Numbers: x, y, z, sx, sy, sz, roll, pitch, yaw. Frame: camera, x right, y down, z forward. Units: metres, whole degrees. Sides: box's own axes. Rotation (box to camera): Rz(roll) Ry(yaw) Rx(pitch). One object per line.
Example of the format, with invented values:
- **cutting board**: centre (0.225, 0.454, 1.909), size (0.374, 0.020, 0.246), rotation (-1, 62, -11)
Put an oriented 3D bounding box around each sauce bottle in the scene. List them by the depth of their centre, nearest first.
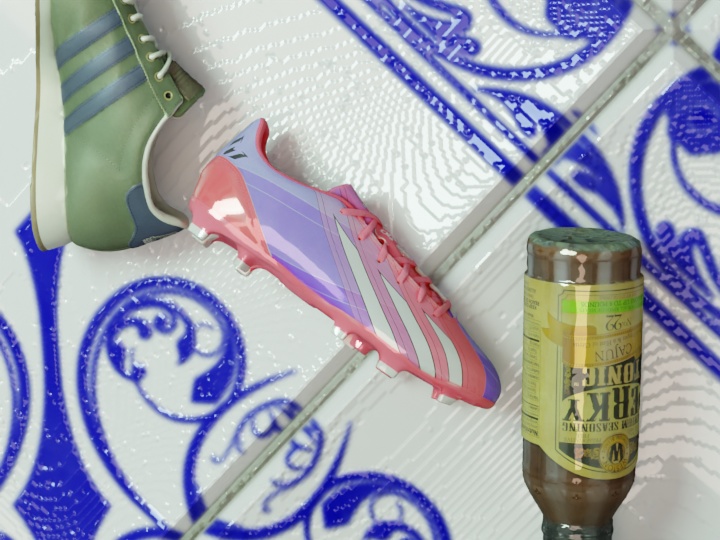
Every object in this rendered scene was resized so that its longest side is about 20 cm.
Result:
- **sauce bottle**: centre (0.117, 0.079, 1.060), size (0.065, 0.065, 0.200), rotation (1, 101, 10)

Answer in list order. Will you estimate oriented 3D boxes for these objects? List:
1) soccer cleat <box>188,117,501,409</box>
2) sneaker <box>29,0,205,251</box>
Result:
- **soccer cleat**: centre (0.000, 0.000, 1.068), size (0.200, 0.067, 0.077), rotation (34, 87, 1)
- **sneaker**: centre (-0.127, -0.108, 1.071), size (0.090, 0.067, 0.201), rotation (3, 101, 1)
